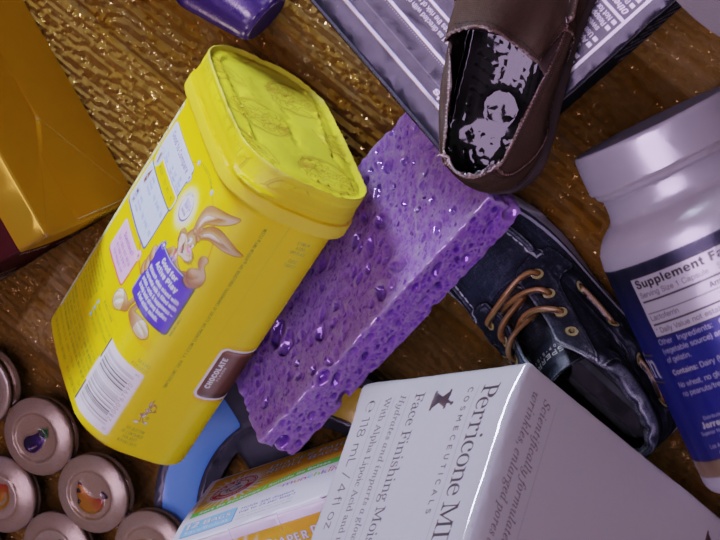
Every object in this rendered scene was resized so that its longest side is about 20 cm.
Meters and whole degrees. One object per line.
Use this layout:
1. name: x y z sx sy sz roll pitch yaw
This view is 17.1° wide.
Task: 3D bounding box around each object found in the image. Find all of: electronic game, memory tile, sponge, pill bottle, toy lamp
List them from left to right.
1. memory tile: -0.205 0.156 1.483 0.200 0.017 0.153 42 115 13
2. toy lamp: -0.125 -0.212 1.382 0.200 0.058 0.058 45 110 6
3. electronic game: -0.030 0.151 1.431 0.199 0.042 0.201 3 102 16
4. sponge: 0.000 0.000 1.357 0.030 0.112 0.200 28 114 -36
5. pill bottle: 0.199 0.009 1.292 0.115 0.116 0.200 -24 93 20

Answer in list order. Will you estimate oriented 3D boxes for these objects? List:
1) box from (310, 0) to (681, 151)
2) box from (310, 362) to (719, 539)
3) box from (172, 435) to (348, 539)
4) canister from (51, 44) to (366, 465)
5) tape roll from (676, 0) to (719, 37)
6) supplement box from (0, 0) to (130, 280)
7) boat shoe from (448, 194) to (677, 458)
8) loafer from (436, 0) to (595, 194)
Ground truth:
1. box: 0.077 -0.191 1.285 0.198 0.123 0.200 -41 88 19
2. box: 0.077 0.185 1.268 0.130 0.199 0.200 -11 140 45
3. box: -0.013 0.209 1.367 0.112 0.101 0.200 -19 102 16
4. canister: -0.092 -0.007 1.366 0.086 0.149 0.200 21 115 -29
5. tape roll: 0.227 -0.199 1.191 0.202 0.037 0.203 4 75 -14
6. supplement box: -0.282 -0.069 1.417 0.200 0.133 0.198 -29 92 20
7. boat shoe: 0.100 0.026 1.338 0.200 0.091 0.071 41 109 6
8. loafer: 0.080 -0.130 1.195 0.073 0.071 0.201 9 105 14
